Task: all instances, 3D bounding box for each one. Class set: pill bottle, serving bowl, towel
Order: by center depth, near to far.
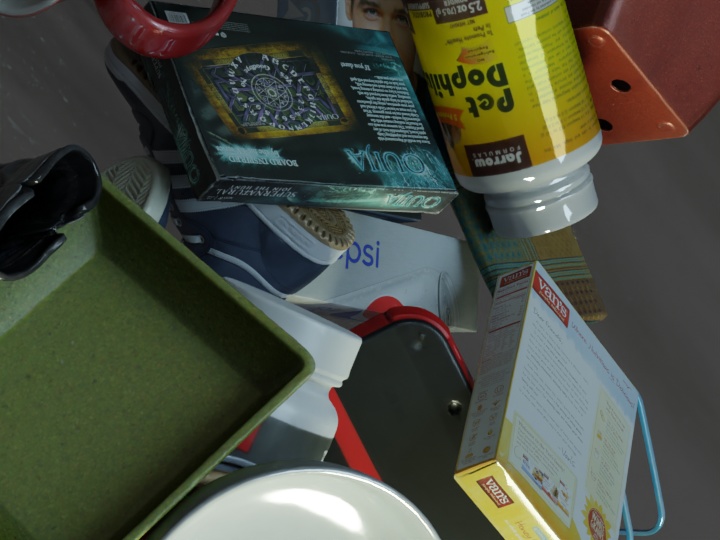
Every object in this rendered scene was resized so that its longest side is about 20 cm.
[{"bbox_3d":[-0.050,0.193,1.127,0.200,0.066,0.201,-7,107,-22],"label":"serving bowl"},{"bbox_3d":[-0.083,0.113,1.234,0.114,0.114,0.200,24,90,-45],"label":"pill bottle"},{"bbox_3d":[0.103,-0.128,1.414,0.109,0.109,0.200,-34,113,-44],"label":"pill bottle"},{"bbox_3d":[0.107,-0.050,1.505,0.147,0.022,0.200,-2,66,-54],"label":"towel"}]

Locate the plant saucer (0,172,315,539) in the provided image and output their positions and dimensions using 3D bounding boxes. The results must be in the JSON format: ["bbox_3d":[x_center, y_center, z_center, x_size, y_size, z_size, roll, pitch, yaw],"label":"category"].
[{"bbox_3d":[-0.156,0.071,1.129,0.200,0.200,0.048,-43,152,-16],"label":"plant saucer"}]

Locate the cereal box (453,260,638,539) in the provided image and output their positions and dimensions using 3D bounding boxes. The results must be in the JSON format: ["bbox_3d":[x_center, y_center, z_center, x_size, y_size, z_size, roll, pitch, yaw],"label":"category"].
[{"bbox_3d":[0.130,0.109,1.366,0.144,0.039,0.200,51,33,-26],"label":"cereal box"}]

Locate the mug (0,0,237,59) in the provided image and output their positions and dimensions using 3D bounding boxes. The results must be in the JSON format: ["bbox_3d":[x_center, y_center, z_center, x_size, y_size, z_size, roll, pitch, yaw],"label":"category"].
[{"bbox_3d":[-0.141,-0.214,1.225,0.200,0.133,0.178,-24,102,-51],"label":"mug"}]

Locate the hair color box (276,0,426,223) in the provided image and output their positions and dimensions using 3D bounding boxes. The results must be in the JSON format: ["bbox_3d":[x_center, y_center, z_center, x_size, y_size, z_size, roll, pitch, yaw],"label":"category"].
[{"bbox_3d":[-0.006,-0.137,1.418,0.099,0.061,0.200,9,80,-47],"label":"hair color box"}]

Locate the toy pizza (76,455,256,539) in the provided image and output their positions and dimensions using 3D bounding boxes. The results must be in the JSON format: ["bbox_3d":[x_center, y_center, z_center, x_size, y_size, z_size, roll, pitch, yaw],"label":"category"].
[{"bbox_3d":[-0.104,0.202,1.161,0.200,0.032,0.201,-6,106,-21],"label":"toy pizza"}]

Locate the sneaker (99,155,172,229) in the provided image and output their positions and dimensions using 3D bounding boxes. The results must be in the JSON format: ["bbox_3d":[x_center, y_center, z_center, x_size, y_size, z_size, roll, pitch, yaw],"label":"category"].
[{"bbox_3d":[-0.154,0.030,1.241,0.085,0.075,0.200,40,65,-47],"label":"sneaker"}]

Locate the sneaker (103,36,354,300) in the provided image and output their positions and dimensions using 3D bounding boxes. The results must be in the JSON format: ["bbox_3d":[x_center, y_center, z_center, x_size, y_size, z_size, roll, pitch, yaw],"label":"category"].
[{"bbox_3d":[-0.109,-0.052,1.295,0.200,0.109,0.070,44,28,0],"label":"sneaker"}]

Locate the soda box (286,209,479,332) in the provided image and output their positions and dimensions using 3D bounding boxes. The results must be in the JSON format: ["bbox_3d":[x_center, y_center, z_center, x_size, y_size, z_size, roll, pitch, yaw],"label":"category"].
[{"bbox_3d":[0.000,0.000,1.412,0.200,0.063,0.068,13,78,-48],"label":"soda box"}]

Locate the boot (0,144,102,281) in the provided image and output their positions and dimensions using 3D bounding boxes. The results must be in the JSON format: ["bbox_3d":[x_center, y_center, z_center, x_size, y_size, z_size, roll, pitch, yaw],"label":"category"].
[{"bbox_3d":[-0.237,0.000,1.097,0.070,0.131,0.200,55,51,-32],"label":"boot"}]

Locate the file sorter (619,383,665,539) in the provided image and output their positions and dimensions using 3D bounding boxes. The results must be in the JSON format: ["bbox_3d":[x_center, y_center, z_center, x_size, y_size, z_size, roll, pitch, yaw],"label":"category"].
[{"bbox_3d":[0.118,0.169,1.492,0.200,0.123,0.139,-25,106,-47],"label":"file sorter"}]

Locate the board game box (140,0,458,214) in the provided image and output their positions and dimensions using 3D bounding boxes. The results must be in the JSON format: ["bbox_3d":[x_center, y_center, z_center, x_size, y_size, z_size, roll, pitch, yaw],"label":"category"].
[{"bbox_3d":[-0.039,-0.101,1.282,0.200,0.028,0.135,2,57,-41],"label":"board game box"}]

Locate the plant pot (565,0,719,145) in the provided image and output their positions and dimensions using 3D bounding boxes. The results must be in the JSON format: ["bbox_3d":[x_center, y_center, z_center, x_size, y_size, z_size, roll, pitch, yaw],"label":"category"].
[{"bbox_3d":[0.188,-0.204,1.534,0.200,0.200,0.176,43,58,-38],"label":"plant pot"}]

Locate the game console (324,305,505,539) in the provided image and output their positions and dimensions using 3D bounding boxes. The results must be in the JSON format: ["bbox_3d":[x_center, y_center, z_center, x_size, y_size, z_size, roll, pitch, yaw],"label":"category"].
[{"bbox_3d":[0.012,0.141,1.353,0.177,0.031,0.200,-27,98,0],"label":"game console"}]
